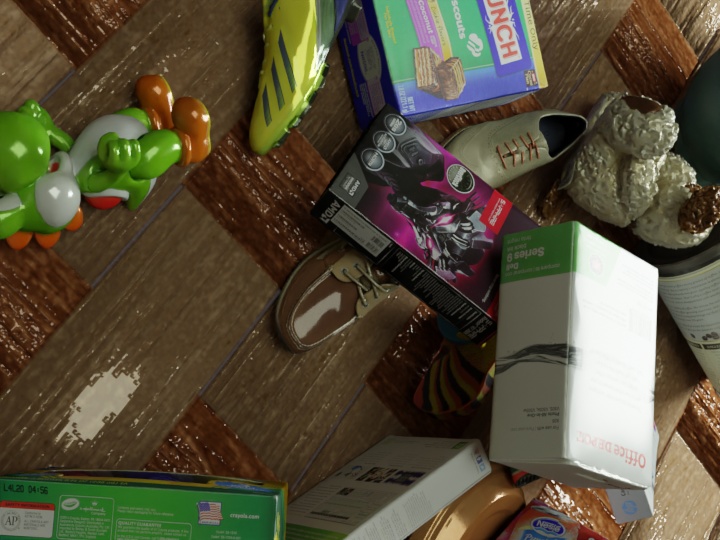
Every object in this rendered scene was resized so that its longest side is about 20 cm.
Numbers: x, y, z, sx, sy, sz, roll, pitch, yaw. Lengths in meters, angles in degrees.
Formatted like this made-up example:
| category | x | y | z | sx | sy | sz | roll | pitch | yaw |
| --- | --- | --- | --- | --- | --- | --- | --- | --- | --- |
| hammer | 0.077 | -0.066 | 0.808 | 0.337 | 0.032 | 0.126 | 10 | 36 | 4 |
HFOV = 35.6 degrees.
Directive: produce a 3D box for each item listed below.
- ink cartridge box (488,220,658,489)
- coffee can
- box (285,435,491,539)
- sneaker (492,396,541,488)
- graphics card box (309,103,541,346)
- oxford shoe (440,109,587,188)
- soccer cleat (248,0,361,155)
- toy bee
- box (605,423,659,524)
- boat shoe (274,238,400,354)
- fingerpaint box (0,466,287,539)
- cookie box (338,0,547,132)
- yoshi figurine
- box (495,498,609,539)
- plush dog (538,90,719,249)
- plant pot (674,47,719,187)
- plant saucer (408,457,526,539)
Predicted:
| category | x | y | z | sx | sy | sz | roll | pitch | yaw |
| --- | --- | --- | --- | --- | --- | --- | --- | --- | --- |
| ink cartridge box | 0.188 | 0.079 | 0.974 | 0.145 | 0.083 | 0.204 | 24 | 66 | -43 |
| coffee can | 0.424 | 0.029 | 1.272 | 0.146 | 0.145 | 0.201 | -44 | 109 | -28 |
| box | -0.001 | 0.207 | 0.971 | 0.198 | 0.144 | 0.037 | -28 | 99 | -32 |
| sneaker | 0.177 | 0.147 | 1.105 | 0.095 | 0.070 | 0.199 | 65 | 20 | 8 |
| graphics card box | 0.065 | -0.042 | 1.014 | 0.199 | 0.051 | 0.126 | 38 | 55 | -5 |
| oxford shoe | 0.150 | -0.126 | 1.145 | 0.199 | 0.073 | 0.072 | -30 | 102 | -32 |
| soccer cleat | -0.062 | -0.203 | 1.006 | 0.083 | 0.065 | 0.203 | 26 | 93 | -9 |
| toy bee | 0.128 | 0.055 | 1.081 | 0.131 | 0.107 | 0.204 | -10 | 114 | -67 |
| box | 0.264 | 0.142 | 1.153 | 0.158 | 0.041 | 0.200 | 69 | 21 | -9 |
| boat shoe | 0.000 | 0.000 | 1.034 | 0.200 | 0.071 | 0.076 | -46 | 110 | -28 |
| fingerpaint box | -0.154 | 0.185 | 0.811 | 0.196 | 0.167 | 0.075 | 4 | 82 | 0 |
| cookie box | 0.077 | -0.242 | 1.107 | 0.198 | 0.075 | 0.174 | -16 | 94 | -34 |
| yoshi figurine | -0.222 | -0.100 | 0.882 | 0.199 | 0.112 | 0.113 | -32 | 87 | -29 |
| box | 0.177 | 0.331 | 1.059 | 0.099 | 0.095 | 0.203 | -38 | 135 | -34 |
| plush dog | 0.300 | -0.085 | 1.192 | 0.170 | 0.200 | 0.162 | 32 | 99 | -1 |
| plant pot | 0.450 | -0.170 | 1.306 | 0.198 | 0.133 | 0.204 | 15 | 65 | -34 |
| plant saucer | 0.100 | 0.275 | 1.043 | 0.199 | 0.037 | 0.203 | -28 | 128 | -42 |
